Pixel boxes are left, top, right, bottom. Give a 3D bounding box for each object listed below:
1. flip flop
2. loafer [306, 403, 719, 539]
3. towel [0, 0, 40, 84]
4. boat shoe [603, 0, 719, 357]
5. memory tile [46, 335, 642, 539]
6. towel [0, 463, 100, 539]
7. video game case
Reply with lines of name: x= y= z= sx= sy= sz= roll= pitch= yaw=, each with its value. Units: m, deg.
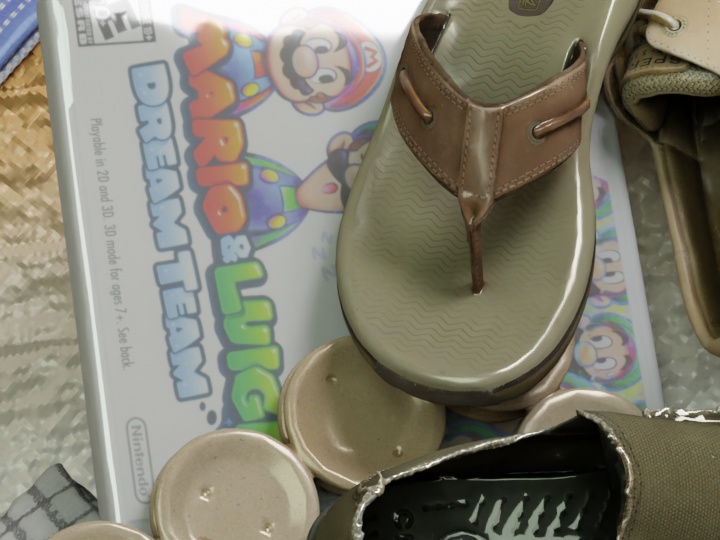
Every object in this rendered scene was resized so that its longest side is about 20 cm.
flip flop: x=0.043 y=-0.054 z=0.874 sx=0.081 sy=0.058 sz=0.200 roll=13 pitch=69 yaw=17
loafer: x=0.082 y=0.077 z=0.813 sx=0.199 sy=0.070 sz=0.075 roll=-9 pitch=73 yaw=-1
towel: x=-0.192 y=-0.137 z=1.065 sx=0.200 sy=0.024 sz=0.145 roll=38 pitch=85 yaw=23
boat shoe: x=0.114 y=-0.068 z=0.919 sx=0.064 sy=0.071 sz=0.201 roll=-4 pitch=68 yaw=-26
memory tile: x=0.010 y=0.099 z=0.854 sx=0.200 sy=0.017 sz=0.153 roll=-33 pitch=81 yaw=-20
towel: x=-0.081 y=0.185 z=0.886 sx=0.166 sy=0.086 sz=0.200 roll=-42 pitch=71 yaw=-11
video game case: x=0.000 y=0.000 z=0.905 sx=0.181 sy=0.024 sz=0.201 roll=-5 pitch=75 yaw=-15
